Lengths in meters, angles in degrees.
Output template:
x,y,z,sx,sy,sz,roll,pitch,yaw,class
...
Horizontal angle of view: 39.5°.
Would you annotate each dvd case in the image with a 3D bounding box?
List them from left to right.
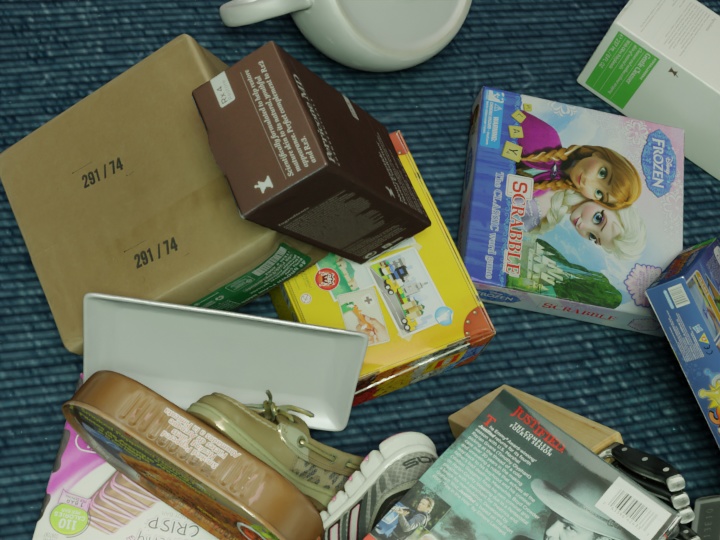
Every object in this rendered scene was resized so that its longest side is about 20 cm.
x,y,z,sx,sy,sz,roll,pitch,yaw,class
0.083,0.185,0.632,0.146,0.022,0.200,34,69,30,dvd case

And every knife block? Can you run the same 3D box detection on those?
x,y,z,sx,sy,sz,roll,pitch,yaw,class
0.157,0.145,0.747,0.064,0.176,0.200,-26,63,-20,knife block

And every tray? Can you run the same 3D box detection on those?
x,y,z,sx,sy,sz,roll,pitch,yaw,class
-0.100,0.064,0.734,0.200,0.107,0.022,9,39,-6,tray

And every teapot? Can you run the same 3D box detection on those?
x,y,z,sx,sy,sz,roll,pitch,yaw,class
-0.004,-0.275,0.931,0.200,0.146,0.198,24,84,-34,teapot

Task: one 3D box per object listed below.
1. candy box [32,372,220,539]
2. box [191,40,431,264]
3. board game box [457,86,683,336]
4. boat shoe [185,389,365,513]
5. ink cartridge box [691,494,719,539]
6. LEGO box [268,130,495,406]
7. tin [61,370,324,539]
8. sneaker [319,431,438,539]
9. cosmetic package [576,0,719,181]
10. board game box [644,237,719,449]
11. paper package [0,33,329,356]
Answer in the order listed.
x,y,z,sx,sy,sz,roll,pitch,yaw,class
-0.168,0.189,0.752,0.136,0.061,0.200,12,67,-5,candy box
-0.028,-0.076,0.724,0.075,0.200,0.100,-30,72,18,box
0.193,-0.056,0.917,0.199,0.041,0.200,10,67,-6,board game box
-0.050,0.133,0.742,0.073,0.200,0.063,13,67,43,boat shoe
0.315,0.303,0.775,0.174,0.044,0.200,40,51,-22,ink cartridge box
0.000,0.000,0.849,0.149,0.077,0.200,-18,72,-16,LEGO box
-0.113,0.137,0.683,0.200,0.112,0.042,31,65,10,tin
0.002,0.211,0.702,0.200,0.087,0.074,-51,126,-2,sneaker
0.326,-0.178,0.964,0.200,0.108,0.085,37,67,8,cosmetic package
0.306,0.082,0.822,0.135,0.034,0.200,-26,91,-57,board game box
-0.157,-0.049,0.787,0.200,0.103,0.191,-30,73,13,paper package
